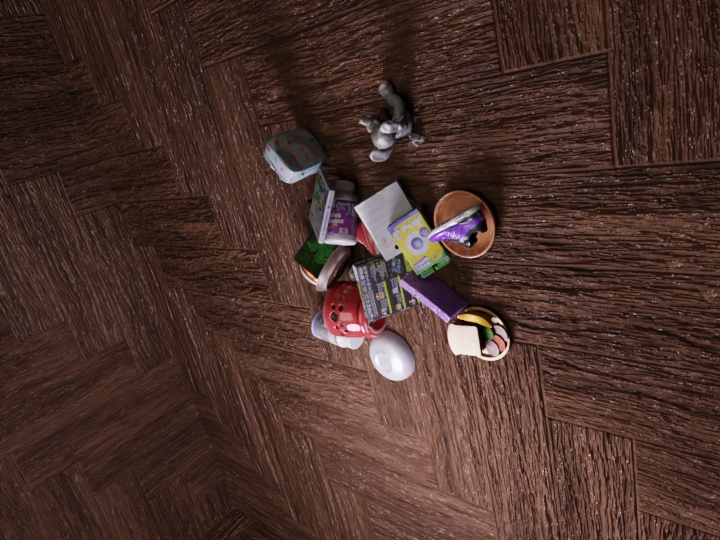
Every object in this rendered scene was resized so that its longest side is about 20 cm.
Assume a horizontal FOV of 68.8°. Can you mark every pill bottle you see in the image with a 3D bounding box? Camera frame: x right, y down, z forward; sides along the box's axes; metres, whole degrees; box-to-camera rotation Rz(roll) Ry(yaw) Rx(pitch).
[{"bbox_3d":[-0.063,-0.190,1.742,0.111,0.111,0.204,-1,86,44],"label":"pill bottle"},{"bbox_3d":[-0.086,0.232,2.048,0.198,0.113,0.116,14,122,38],"label":"pill bottle"}]

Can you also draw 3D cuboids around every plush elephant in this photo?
[{"bbox_3d":[0.068,-0.405,1.493,0.200,0.154,0.166,46,137,15],"label":"plush elephant"}]

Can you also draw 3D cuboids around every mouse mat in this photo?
[{"bbox_3d":[-0.153,-0.072,1.896,0.008,0.162,0.199,35,-179,-42],"label":"mouse mat"}]

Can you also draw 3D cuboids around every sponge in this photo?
[{"bbox_3d":[0.230,0.072,1.649,0.199,0.111,0.030,40,134,21],"label":"sponge"}]

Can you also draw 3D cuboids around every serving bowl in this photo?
[{"bbox_3d":[0.105,0.327,1.955,0.198,0.065,0.203,24,129,34],"label":"serving bowl"}]

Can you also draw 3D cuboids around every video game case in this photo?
[{"bbox_3d":[-0.130,-0.217,1.741,0.201,0.022,0.185,-115,35,-57],"label":"video game case"}]

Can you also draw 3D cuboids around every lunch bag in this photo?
[{"bbox_3d":[-0.216,-0.380,1.752,0.161,0.199,0.077,53,140,3],"label":"lunch bag"}]

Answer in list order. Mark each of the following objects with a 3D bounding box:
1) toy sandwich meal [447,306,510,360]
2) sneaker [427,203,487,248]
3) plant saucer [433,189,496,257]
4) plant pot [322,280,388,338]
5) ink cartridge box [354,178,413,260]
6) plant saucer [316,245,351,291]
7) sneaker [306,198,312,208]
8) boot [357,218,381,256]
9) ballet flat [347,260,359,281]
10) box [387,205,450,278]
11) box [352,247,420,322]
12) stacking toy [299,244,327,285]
[{"bbox_3d":[0.362,0.203,1.628,0.203,0.070,0.208,23,128,33],"label":"toy sandwich meal"},{"bbox_3d":[0.275,-0.102,1.481,0.199,0.069,0.100,-29,94,49],"label":"sneaker"},{"bbox_3d":[0.303,-0.136,1.513,0.198,0.037,0.203,24,128,34],"label":"plant saucer"},{"bbox_3d":[-0.007,0.145,1.862,0.180,0.200,0.204,8,119,34],"label":"plant pot"},{"bbox_3d":[0.096,-0.157,1.647,0.161,0.057,0.201,-29,104,18],"label":"ink cartridge box"},{"bbox_3d":[-0.087,-0.007,1.849,0.032,0.200,0.202,31,133,13],"label":"plant saucer"},{"bbox_3d":[-0.114,-0.183,1.872,0.198,0.060,0.106,21,122,31],"label":"sneaker"},{"bbox_3d":[0.033,-0.085,1.783,0.143,0.072,0.203,-14,95,48],"label":"boot"},{"bbox_3d":[0.000,0.000,1.863,0.199,0.073,0.074,-21,98,48],"label":"ballet flat"},{"bbox_3d":[0.181,-0.080,1.607,0.116,0.048,0.201,-32,101,18],"label":"box"},{"bbox_3d":[0.087,0.044,1.720,0.047,0.190,0.203,-143,35,-67],"label":"box"},{"bbox_3d":[-0.121,-0.053,1.926,0.146,0.146,0.201,46,122,13],"label":"stacking toy"}]
